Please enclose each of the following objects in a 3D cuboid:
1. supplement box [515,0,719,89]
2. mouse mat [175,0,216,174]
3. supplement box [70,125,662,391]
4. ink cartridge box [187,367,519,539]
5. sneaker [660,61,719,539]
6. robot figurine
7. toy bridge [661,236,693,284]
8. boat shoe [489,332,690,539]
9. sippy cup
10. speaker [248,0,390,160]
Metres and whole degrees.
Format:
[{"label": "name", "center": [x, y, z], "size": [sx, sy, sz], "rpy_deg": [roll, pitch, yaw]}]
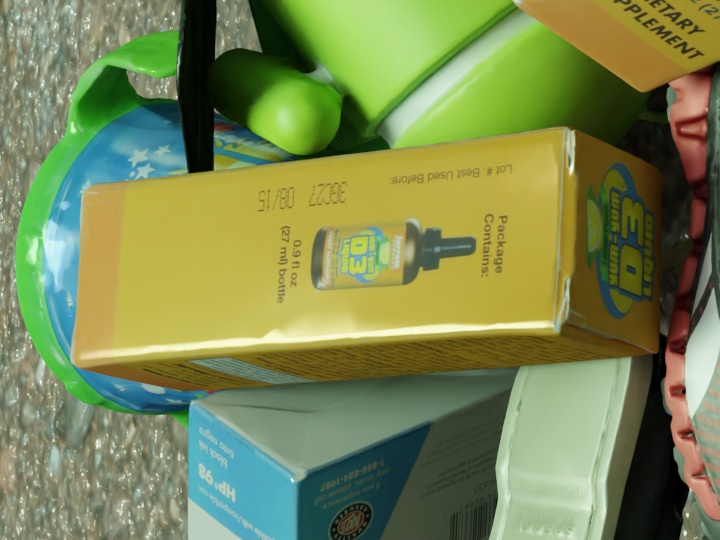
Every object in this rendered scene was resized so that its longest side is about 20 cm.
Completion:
[{"label": "supplement box", "center": [0.138, -0.123, 0.826], "size": [0.200, 0.066, 0.069], "rpy_deg": [-25, 47, 40]}, {"label": "mouse mat", "center": [-0.059, -0.117, 1.057], "size": [0.161, 0.007, 0.201], "rpy_deg": [88, 180, -65]}, {"label": "supplement box", "center": [0.000, 0.000, 0.943], "size": [0.199, 0.069, 0.067], "rpy_deg": [-5, 75, 37]}, {"label": "ink cartridge box", "center": [-0.002, 0.129, 1.057], "size": [0.067, 0.116, 0.201], "rpy_deg": [30, 128, 41]}, {"label": "sneaker", "center": [0.142, 0.002, 0.891], "size": [0.098, 0.071, 0.202], "rpy_deg": [-5, 85, 62]}, {"label": "robot figurine", "center": [0.026, -0.109, 1.002], "size": [0.200, 0.175, 0.116], "rpy_deg": [53, 165, 3]}, {"label": "toy bridge", "center": [0.083, 0.030, 1.037], "size": [0.200, 0.027, 0.068], "rpy_deg": [-47, 51, 51]}, {"label": "boat shoe", "center": [0.070, 0.113, 0.945], "size": [0.074, 0.066, 0.200], "rpy_deg": [4, 78, 50]}, {"label": "sippy cup", "center": [-0.051, -0.002, 1.179], "size": [0.130, 0.178, 0.140], "rpy_deg": [5, 67, 49]}, {"label": "speaker", "center": [0.004, -0.094, 1.114], "size": [0.088, 0.088, 0.201], "rpy_deg": [-48, 51, 49]}]
